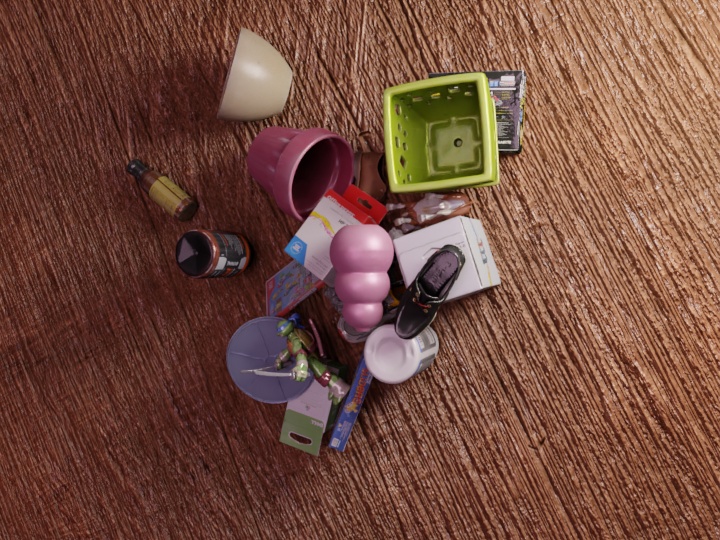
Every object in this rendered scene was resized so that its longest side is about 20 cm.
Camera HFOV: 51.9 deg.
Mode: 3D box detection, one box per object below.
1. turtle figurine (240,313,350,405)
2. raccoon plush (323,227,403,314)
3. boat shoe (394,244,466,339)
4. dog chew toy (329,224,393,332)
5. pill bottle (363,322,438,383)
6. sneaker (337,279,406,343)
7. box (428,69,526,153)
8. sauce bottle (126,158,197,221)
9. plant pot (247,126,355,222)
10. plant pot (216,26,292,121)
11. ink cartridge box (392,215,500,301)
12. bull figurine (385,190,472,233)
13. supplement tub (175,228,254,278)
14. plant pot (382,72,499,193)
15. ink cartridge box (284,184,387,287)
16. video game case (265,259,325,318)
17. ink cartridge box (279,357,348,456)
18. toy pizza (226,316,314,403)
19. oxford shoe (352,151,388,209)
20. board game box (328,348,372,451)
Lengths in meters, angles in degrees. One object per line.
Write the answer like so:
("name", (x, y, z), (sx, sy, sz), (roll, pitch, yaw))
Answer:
("turtle figurine", (-0.129, 0.211, 1.513), (0.194, 0.201, 0.144), (42, 139, -10))
("raccoon plush", (0.000, 0.000, 1.531), (0.097, 0.133, 0.202), (36, 128, 39))
("boat shoe", (0.118, 0.041, 1.340), (0.073, 0.063, 0.202), (36, 106, 11))
("dog chew toy", (0.003, 0.015, 1.405), (0.123, 0.124, 0.202), (-1, 90, 21))
("pill bottle", (0.089, 0.158, 1.488), (0.113, 0.200, 0.115), (0, 90, 20))
("sneaker", (0.037, 0.072, 1.481), (0.199, 0.082, 0.078), (-34, 77, -22))
("box", (0.233, -0.321, 1.508), (0.198, 0.049, 0.161), (3, 89, 21))
("sauce bottle", (-0.479, -0.197, 1.773), (0.200, 0.066, 0.066), (41, 104, 17))
("plant pot", (-0.139, -0.222, 1.586), (0.178, 0.199, 0.202), (29, 101, 34))
("plant pot", (-0.225, -0.413, 1.625), (0.133, 0.200, 0.202), (14, 97, -15))
("ink cartridge box", (0.173, -0.014, 1.453), (0.144, 0.200, 0.146), (-19, 84, 20))
("bull figurine", (0.129, -0.118, 1.480), (0.199, 0.121, 0.066), (-17, 82, 51))
("supplement tub", (-0.313, -0.036, 1.638), (0.106, 0.200, 0.108), (0, 91, 22))
("plant pot", (0.166, -0.248, 1.413), (0.198, 0.181, 0.201), (-4, 89, 21))
("ink cartridge box", (-0.048, -0.082, 1.512), (0.116, 0.067, 0.201), (35, 88, 25))
("video game case", (-0.129, 0.016, 1.616), (0.199, 0.144, 0.017), (-37, 123, 18))
("ink cartridge box", (-0.104, 0.294, 1.637), (0.103, 0.059, 0.202), (16, 96, 20))
("toy pizza", (-0.191, 0.192, 1.600), (0.198, 0.032, 0.202), (1, 106, 3))
("oxford shoe", (0.024, -0.156, 1.579), (0.071, 0.071, 0.202), (0, 89, 17))
("board game box", (-0.012, 0.264, 1.561), (0.034, 0.135, 0.202), (21, 99, 0))
